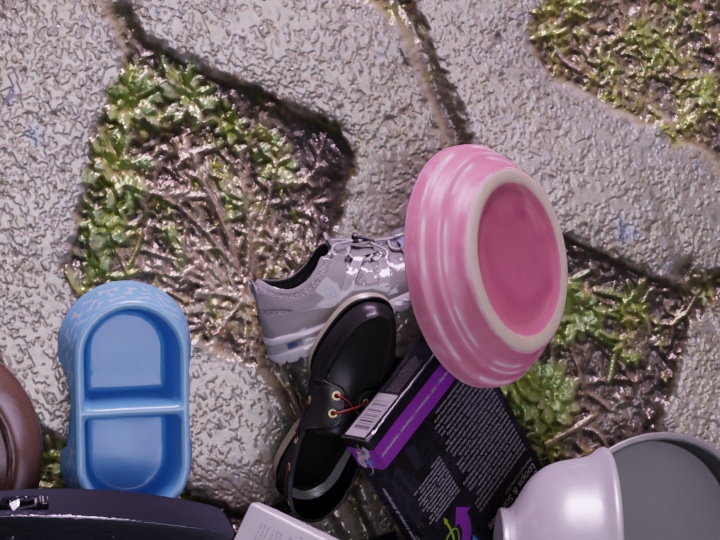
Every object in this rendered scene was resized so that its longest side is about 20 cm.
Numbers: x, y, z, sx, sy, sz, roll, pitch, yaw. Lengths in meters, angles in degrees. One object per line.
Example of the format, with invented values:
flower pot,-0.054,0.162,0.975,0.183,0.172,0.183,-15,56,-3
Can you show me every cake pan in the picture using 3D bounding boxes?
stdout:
cake pan,0.258,0.241,1.650,0.198,0.037,0.202,-2,97,-14

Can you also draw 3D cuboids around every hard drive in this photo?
hard drive,-0.210,0.229,1.490,0.198,0.043,0.135,6,134,-14

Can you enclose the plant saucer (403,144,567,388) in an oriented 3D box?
plant saucer,0.111,-0.006,1.518,0.200,0.051,0.202,14,72,-50

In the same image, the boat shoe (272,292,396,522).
boat shoe,-0.014,0.114,1.514,0.073,0.063,0.203,11,115,-24

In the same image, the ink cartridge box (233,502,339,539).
ink cartridge box,-0.021,0.294,1.470,0.199,0.088,0.146,23,83,17

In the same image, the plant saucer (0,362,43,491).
plant saucer,-0.353,0.153,1.482,0.198,0.032,0.202,-2,98,-14

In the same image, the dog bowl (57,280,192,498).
dog bowl,-0.188,0.112,1.511,0.110,0.050,0.202,-2,98,-15

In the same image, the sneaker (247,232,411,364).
sneaker,0.000,0.000,1.534,0.199,0.075,0.082,-29,104,-9

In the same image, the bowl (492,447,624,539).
bowl,0.156,0.244,1.513,0.090,0.201,0.203,3,96,-2

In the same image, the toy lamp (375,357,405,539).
toy lamp,0.037,0.178,1.576,0.058,0.058,0.202,-5,96,-14

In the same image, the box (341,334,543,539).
box,0.076,0.161,1.541,0.143,0.036,0.201,-49,124,-30
